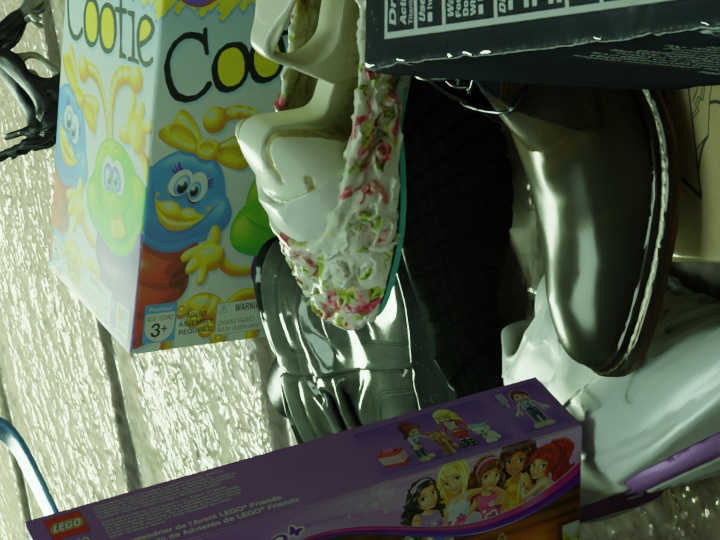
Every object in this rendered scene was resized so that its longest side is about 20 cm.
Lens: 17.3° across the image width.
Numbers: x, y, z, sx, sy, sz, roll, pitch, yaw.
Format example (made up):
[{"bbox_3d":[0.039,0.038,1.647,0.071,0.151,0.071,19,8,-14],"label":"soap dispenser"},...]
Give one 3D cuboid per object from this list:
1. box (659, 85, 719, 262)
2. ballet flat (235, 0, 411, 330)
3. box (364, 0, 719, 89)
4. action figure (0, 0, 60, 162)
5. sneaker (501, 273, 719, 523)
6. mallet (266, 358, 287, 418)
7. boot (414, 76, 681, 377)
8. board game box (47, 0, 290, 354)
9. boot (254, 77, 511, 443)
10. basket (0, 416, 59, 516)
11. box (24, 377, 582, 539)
[{"bbox_3d":[0.120,-0.083,0.792,0.200,0.021,0.165,5,102,63],"label":"box"},{"bbox_3d":[-0.015,-0.073,0.892,0.075,0.064,0.201,28,117,50],"label":"ballet flat"},{"bbox_3d":[0.096,-0.155,0.653,0.198,0.122,0.202,5,93,63],"label":"box"},{"bbox_3d":[-0.225,-0.169,1.390,0.119,0.101,0.201,150,101,-76],"label":"action figure"},{"bbox_3d":[0.100,0.034,0.863,0.200,0.074,0.100,-35,70,62],"label":"sneaker"},{"bbox_3d":[-0.043,-0.026,1.177,0.066,0.041,0.201,-37,68,63],"label":"mallet"},{"bbox_3d":[0.050,-0.060,0.800,0.075,0.096,0.202,3,98,63],"label":"boot"},{"bbox_3d":[-0.073,-0.079,1.084,0.105,0.102,0.201,39,128,51],"label":"board game box"},{"bbox_3d":[0.000,0.000,1.006,0.130,0.068,0.201,9,116,43],"label":"boot"},{"bbox_3d":[-0.170,0.172,0.926,0.201,0.176,0.139,59,154,10],"label":"basket"},{"bbox_3d":[-0.016,0.128,0.850,0.039,0.199,0.138,-132,33,-52],"label":"box"}]
